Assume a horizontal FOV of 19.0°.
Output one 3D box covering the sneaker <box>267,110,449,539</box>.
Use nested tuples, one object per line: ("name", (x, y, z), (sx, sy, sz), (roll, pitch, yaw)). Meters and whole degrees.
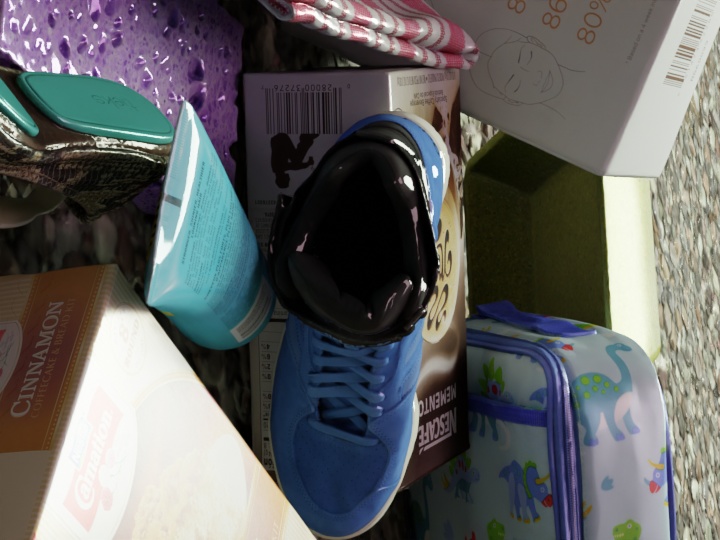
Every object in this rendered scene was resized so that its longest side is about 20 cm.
("sneaker", (-0.007, 0.031, 0.953), (0.111, 0.076, 0.201), (-34, 138, -77))

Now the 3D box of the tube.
("tube", (-0.067, -0.007, 0.892), (0.200, 0.050, 0.078), (81, 13, -79))

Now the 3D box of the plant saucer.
("plant saucer", (0.121, 0.000, 1.262), (0.200, 0.048, 0.201), (137, -46, -64))

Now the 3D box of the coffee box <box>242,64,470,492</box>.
("coffee box", (0.000, 0.000, 1.067), (0.113, 0.079, 0.201), (-20, 110, -68))

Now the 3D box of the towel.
("towel", (-0.030, -0.156, 1.015), (0.146, 0.030, 0.200), (45, 17, 21))

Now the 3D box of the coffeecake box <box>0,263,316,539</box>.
("coffeecake box", (-0.098, 0.120, 0.842), (0.200, 0.073, 0.154), (58, 34, -44))

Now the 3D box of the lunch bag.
("lunch bag", (0.089, 0.102, 1.149), (0.200, 0.082, 0.162), (-167, -107, -67))

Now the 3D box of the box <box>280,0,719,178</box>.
("box", (0.086, -0.156, 1.137), (0.106, 0.199, 0.153), (-4, 119, -67))

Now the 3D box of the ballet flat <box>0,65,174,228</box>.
("ballet flat", (-0.141, -0.050, 0.799), (0.068, 0.075, 0.200), (47, 11, 24))

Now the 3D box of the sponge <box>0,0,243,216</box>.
("sponge", (-0.109, -0.101, 0.936), (0.200, 0.030, 0.112), (42, 46, -58))
